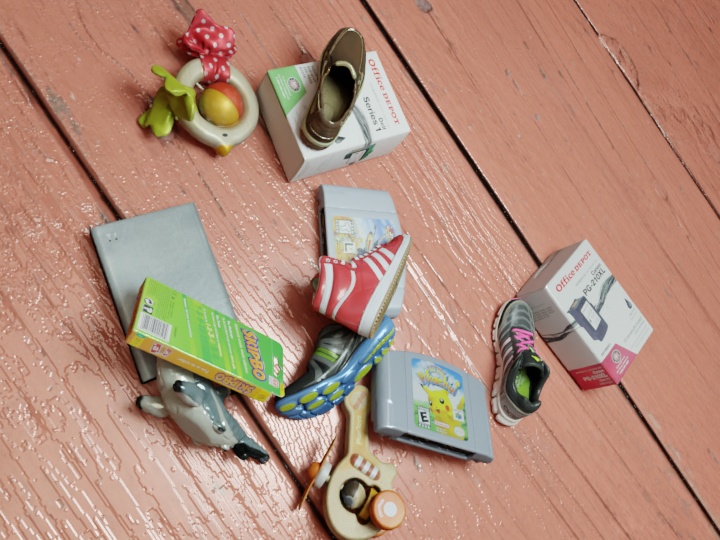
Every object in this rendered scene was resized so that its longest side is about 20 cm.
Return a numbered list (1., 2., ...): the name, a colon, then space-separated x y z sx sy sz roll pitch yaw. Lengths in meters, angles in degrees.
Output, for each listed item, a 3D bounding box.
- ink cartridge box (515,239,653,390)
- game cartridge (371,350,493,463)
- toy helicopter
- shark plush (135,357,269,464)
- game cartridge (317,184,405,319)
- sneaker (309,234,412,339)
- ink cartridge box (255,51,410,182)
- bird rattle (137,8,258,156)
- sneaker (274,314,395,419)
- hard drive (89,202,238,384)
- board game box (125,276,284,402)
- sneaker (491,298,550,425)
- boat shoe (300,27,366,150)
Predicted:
1. ink cartridge box: 0.379 0.074 1.073 0.144 0.084 0.201 -40 93 -30
2. game cartridge: 0.104 0.190 0.908 0.197 0.041 0.135 21 44 -24
3. toy helicopter: -0.014 0.252 0.846 0.129 0.079 0.204 8 60 -14
4. shark plush: -0.172 0.164 0.770 0.199 0.090 0.084 41 39 -15
5. game cartridge: 0.004 -0.029 0.953 0.130 0.041 0.205 1 74 -21
6. sneaker: 0.000 0.000 0.881 0.110 0.072 0.201 20 41 9
7. ink cartridge box: -0.041 -0.239 0.969 0.197 0.084 0.149 -22 84 -29
8. bird rattle: -0.218 -0.253 0.903 0.163 0.112 0.202 43 47 -21
9. sneaker: -0.039 0.125 0.868 0.199 0.071 0.082 -41 56 -17
10. hard drive: -0.246 0.025 0.815 0.137 0.033 0.204 -19 83 -30
11. board game box: -0.178 0.087 0.760 0.198 0.030 0.096 28 28 -25
12. sneaker: 0.256 0.137 0.991 0.072 0.087 0.204 18 67 -19
13. boat shoe: -0.024 -0.269 0.894 0.073 0.075 0.206 20 66 -18
